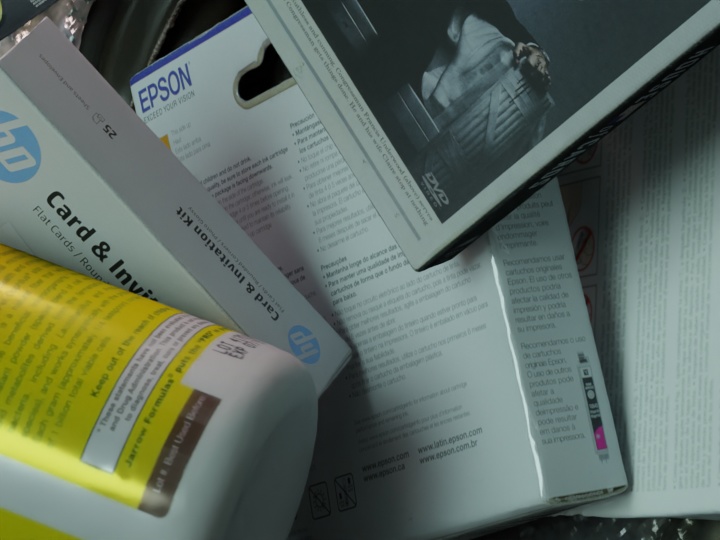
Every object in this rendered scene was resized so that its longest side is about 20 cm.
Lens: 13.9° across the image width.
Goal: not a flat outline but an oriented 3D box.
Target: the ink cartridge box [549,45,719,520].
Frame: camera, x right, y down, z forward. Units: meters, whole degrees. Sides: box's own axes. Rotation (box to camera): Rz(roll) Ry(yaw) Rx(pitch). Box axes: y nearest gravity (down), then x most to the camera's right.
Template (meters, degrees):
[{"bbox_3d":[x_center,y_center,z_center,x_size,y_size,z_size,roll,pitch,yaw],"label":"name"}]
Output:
[{"bbox_3d":[0.111,0.003,0.967,0.200,0.047,0.160,-13,72,62],"label":"ink cartridge box"}]

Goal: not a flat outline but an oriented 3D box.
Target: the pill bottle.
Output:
[{"bbox_3d":[-0.122,0.047,0.953,0.200,0.109,0.109,20,98,13],"label":"pill bottle"}]

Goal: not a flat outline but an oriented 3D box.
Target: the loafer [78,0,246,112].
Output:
[{"bbox_3d":[-0.073,-0.057,1.152,0.071,0.073,0.200,39,120,21],"label":"loafer"}]

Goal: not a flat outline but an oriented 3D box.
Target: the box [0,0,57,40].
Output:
[{"bbox_3d":[-0.093,-0.158,1.134,0.200,0.049,0.161,-29,20,40],"label":"box"}]

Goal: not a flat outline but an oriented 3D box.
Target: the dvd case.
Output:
[{"bbox_3d":[0.035,-0.106,0.876,0.150,0.025,0.200,58,140,7],"label":"dvd case"}]

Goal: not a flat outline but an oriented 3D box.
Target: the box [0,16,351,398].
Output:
[{"bbox_3d":[-0.122,0.027,1.036,0.156,0.041,0.200,48,127,-8],"label":"box"}]

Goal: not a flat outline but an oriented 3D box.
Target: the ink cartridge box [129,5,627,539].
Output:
[{"bbox_3d":[0.000,0.000,1.027,0.196,0.043,0.200,-23,75,54],"label":"ink cartridge box"}]
